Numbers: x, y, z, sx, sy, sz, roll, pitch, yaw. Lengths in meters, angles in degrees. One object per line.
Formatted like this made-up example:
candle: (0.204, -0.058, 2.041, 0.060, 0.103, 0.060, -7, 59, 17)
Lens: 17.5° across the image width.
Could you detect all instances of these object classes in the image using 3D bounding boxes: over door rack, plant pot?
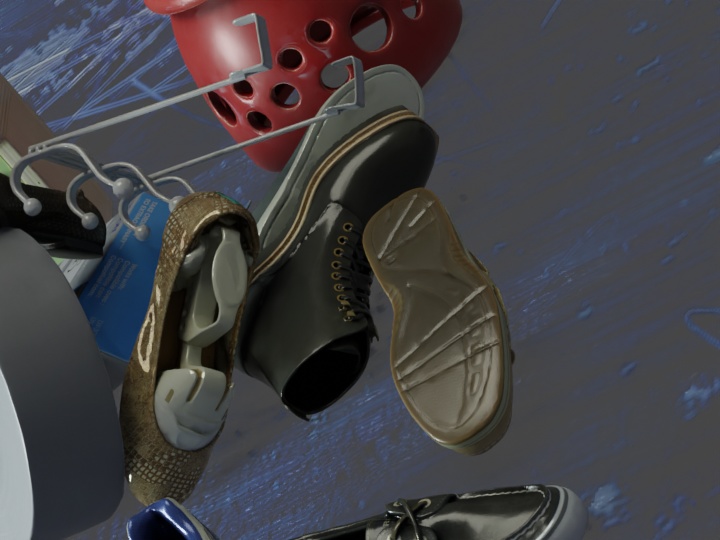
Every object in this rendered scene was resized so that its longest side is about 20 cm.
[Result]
over door rack: (-0.103, -0.077, 1.493, 0.199, 0.067, 0.148, -29, -18, 19)
plant pot: (-0.054, -0.202, 1.741, 0.200, 0.183, 0.201, -34, 25, 18)

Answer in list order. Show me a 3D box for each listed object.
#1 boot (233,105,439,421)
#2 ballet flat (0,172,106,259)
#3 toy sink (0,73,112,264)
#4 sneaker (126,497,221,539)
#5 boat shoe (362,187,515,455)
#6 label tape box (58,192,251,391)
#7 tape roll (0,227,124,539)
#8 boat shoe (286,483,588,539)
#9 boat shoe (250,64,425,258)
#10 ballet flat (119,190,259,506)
boot: (0.000, 0.000, 1.470, 0.200, 0.077, 0.138, -54, 29, 2)
ballet flat: (-0.230, -0.048, 1.514, 0.067, 0.200, 0.047, -2, 77, 31)
toy sink: (-0.307, -0.067, 1.845, 0.130, 0.200, 0.112, -34, 25, 11)
sneaker: (-0.094, 0.198, 1.241, 0.075, 0.088, 0.200, -35, 26, 7)
boat shoe: (0.056, 0.034, 1.327, 0.074, 0.066, 0.200, -31, 39, 16)
label tape box: (-0.173, 0.023, 1.616, 0.200, 0.066, 0.144, -38, 18, 47)
tape roll: (-0.223, 0.077, 1.482, 0.066, 0.201, 0.200, -19, 15, -26)
boat shoe: (0.022, 0.148, 1.196, 0.199, 0.057, 0.069, -25, 28, 30)
boat shoe: (-0.027, -0.062, 1.597, 0.062, 0.073, 0.200, -18, 33, 56)
ballet flat: (-0.103, 0.047, 1.442, 0.065, 0.070, 0.201, -6, 76, 58)
